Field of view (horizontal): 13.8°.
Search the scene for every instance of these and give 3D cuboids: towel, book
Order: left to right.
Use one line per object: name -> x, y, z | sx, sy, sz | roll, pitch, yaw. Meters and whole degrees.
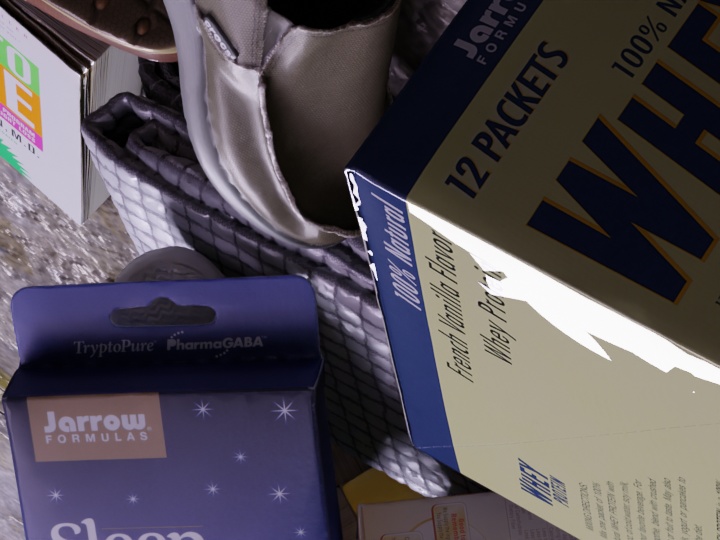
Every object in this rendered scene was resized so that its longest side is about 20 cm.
book -> -0.156, -0.104, 1.263 | 0.134, 0.048, 0.200 | 38, 163, 6
towel -> 0.000, 0.000, 1.177 | 0.200, 0.086, 0.166 | 29, 158, 25

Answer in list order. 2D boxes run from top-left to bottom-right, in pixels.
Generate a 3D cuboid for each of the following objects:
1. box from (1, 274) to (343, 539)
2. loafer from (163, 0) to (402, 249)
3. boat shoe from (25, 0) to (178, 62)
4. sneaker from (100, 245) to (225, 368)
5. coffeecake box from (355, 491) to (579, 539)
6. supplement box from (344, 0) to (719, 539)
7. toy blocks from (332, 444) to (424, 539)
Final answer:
box -> -0.067, 0.100, 1.133 | 0.121, 0.032, 0.200 | -2, 113, 9
loafer -> -0.022, -0.081, 1.014 | 0.070, 0.075, 0.200 | 16, 144, 34
boat shoe -> -0.125, -0.140, 1.088 | 0.200, 0.072, 0.068 | 36, 167, 17
sneaker -> -0.056, 0.075, 1.198 | 0.105, 0.076, 0.200 | -99, -6, -72
coffeecake box -> 0.100, 0.139, 1.177 | 0.200, 0.073, 0.154 | -5, 157, -3
supplement box -> 0.123, 0.009, 0.908 | 0.200, 0.134, 0.200 | 28, 159, 20
toy blocks -> -0.063, 0.096, 1.302 | 0.200, 0.137, 0.100 | 62, 157, 12
